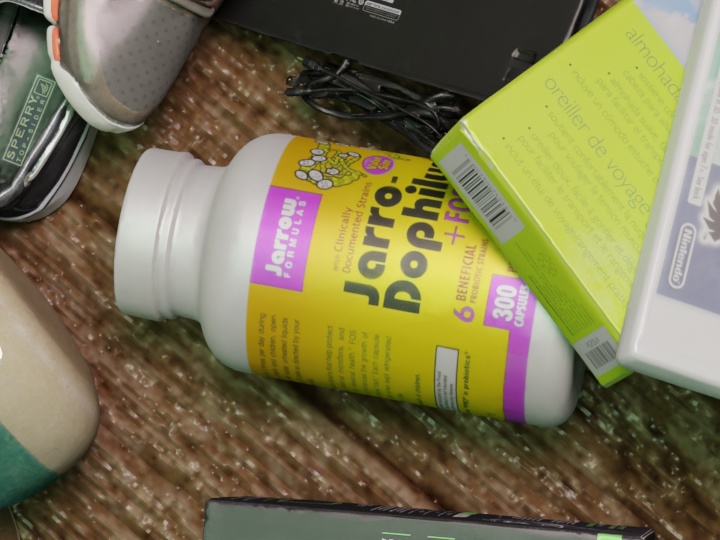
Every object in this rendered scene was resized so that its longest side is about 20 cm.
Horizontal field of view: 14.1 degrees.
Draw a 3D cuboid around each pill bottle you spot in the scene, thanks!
[{"bbox_3d":[0.000,0.000,1.238,0.199,0.104,0.105,9,88,9],"label":"pill bottle"}]

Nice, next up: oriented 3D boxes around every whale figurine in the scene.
[{"bbox_3d":[-0.201,0.019,1.243,0.104,0.159,0.200,-40,102,1],"label":"whale figurine"}]

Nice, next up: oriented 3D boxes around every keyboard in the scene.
[{"bbox_3d":[0.011,-0.109,1.264,0.199,0.040,0.104,20,83,32],"label":"keyboard"}]

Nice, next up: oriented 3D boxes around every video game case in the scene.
[{"bbox_3d":[0.208,-0.030,1.155,0.182,0.023,0.201,18,73,-10],"label":"video game case"}]

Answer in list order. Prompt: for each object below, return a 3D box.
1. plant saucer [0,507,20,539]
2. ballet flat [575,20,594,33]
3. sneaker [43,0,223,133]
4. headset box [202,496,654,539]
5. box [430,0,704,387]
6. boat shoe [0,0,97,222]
[{"bbox_3d":[-0.250,0.145,1.306,0.199,0.032,0.201,0,87,9],"label":"plant saucer"},{"bbox_3d":[0.157,-0.041,1.243,0.063,0.069,0.200,-38,89,-9],"label":"ballet flat"},{"bbox_3d":[-0.070,-0.154,1.243,0.082,0.077,0.201,10,77,47],"label":"sneaker"},{"bbox_3d":[0.032,0.189,1.227,0.199,0.093,0.175,5,88,9],"label":"headset box"},{"bbox_3d":[0.141,-0.060,1.184,0.200,0.048,0.122,-36,88,-22],"label":"box"},{"bbox_3d":[-0.134,-0.120,1.286,0.071,0.068,0.201,21,90,10],"label":"boat shoe"}]
